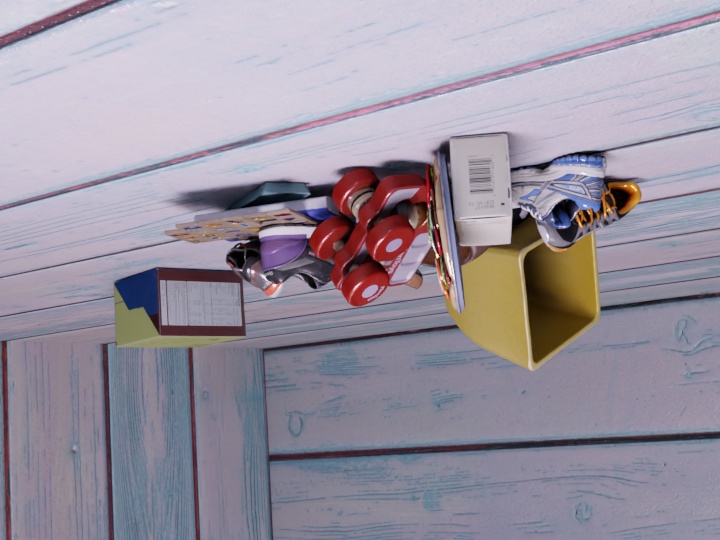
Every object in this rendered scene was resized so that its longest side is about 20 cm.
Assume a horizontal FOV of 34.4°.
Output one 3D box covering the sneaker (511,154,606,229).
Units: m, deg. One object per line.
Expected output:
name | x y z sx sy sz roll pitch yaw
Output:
sneaker | 0.247 -0.096 1.563 0.076 0.086 0.199 2 171 -33

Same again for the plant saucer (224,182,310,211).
plant saucer | -0.138 -0.096 1.642 0.069 0.019 0.200 -1 172 -24

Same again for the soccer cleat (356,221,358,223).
soccer cleat | 0.007 -0.058 1.793 0.198 0.065 0.084 -13 148 6

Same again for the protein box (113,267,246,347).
protein box | -0.368 0.079 2.363 0.198 0.137 0.198 3 169 -38

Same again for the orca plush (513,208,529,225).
orca plush | 0.172 -0.078 1.709 0.198 0.072 0.105 4 168 -43

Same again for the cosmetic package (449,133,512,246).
cosmetic package | 0.153 -0.097 1.458 0.072 0.105 0.200 -3 171 6

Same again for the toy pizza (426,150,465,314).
toy pizza | 0.102 -0.046 1.431 0.031 0.203 0.200 -7 172 6

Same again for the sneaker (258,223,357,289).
sneaker | -0.047 -0.017 1.635 0.198 0.089 0.076 -2 172 -20

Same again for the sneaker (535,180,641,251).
sneaker | 0.323 -0.088 1.654 0.199 0.079 0.077 -25 180 -40

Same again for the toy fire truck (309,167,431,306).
toy fire truck | 0.040 -0.050 1.548 0.167 0.113 0.201 -9 141 -40

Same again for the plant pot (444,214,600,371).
plant pot | 0.236 0.010 1.817 0.199 0.198 0.193 13 -149 43

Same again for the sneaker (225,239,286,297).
sneaker | -0.159 -0.021 1.711 0.081 0.078 0.200 26 -179 -20

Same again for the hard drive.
hard drive | -0.120 -0.072 1.663 0.198 0.026 0.132 -7 172 17

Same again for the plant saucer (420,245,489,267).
plant saucer | 0.091 -0.055 1.674 0.198 0.035 0.201 15 157 6

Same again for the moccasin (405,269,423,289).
moccasin | 0.001 0.001 1.739 0.199 0.079 0.074 11 -164 -28

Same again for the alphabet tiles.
alphabet tiles | -0.162 -0.058 1.613 0.197 0.008 0.167 -7 172 16
